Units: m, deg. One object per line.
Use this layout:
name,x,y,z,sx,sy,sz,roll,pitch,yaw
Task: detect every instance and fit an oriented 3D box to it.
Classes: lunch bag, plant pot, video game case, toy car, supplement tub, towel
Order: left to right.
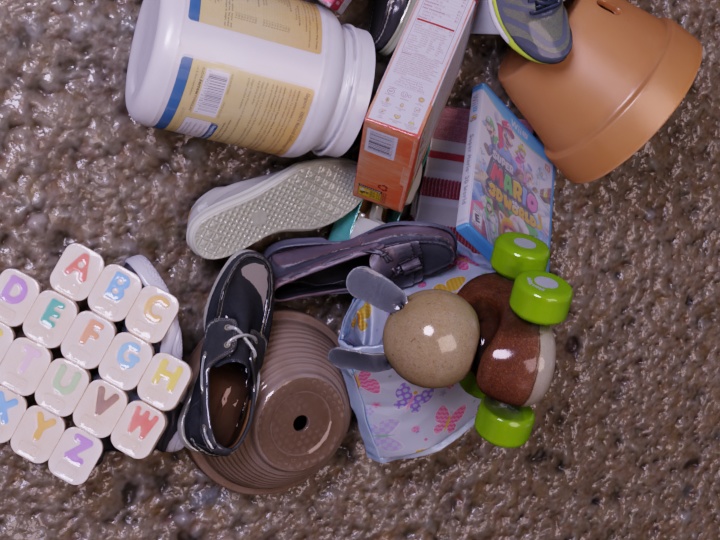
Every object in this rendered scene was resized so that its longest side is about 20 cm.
supplement tub,-0.101,-0.184,1.085,0.200,0.145,0.145,12,96,-21
plant pot,-0.081,0.143,1.219,0.200,0.093,0.201,-7,104,-27
lunch bag,0.065,0.086,1.261,0.200,0.127,0.170,-36,128,-25
toy car,0.074,0.056,1.115,0.199,0.158,0.165,7,116,-11
towel,0.117,-0.077,1.321,0.144,0.023,0.201,5,101,-32
video game case,0.156,-0.082,1.250,0.143,0.018,0.200,40,44,-33
plant pot,0.242,-0.212,1.272,0.140,0.200,0.200,38,82,-14

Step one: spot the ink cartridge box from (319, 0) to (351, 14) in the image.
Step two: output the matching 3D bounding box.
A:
ink cartridge box,0.004,-0.341,1.084,0.083,0.145,0.200,37,99,-3

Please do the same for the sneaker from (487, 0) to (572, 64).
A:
sneaker,0.159,-0.286,1.115,0.074,0.081,0.200,-32,113,-19

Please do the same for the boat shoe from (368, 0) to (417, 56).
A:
boat shoe,0.032,-0.318,1.192,0.066,0.072,0.201,15,94,-21

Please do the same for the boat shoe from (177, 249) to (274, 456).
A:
boat shoe,-0.116,0.077,1.129,0.072,0.068,0.201,18,78,-23

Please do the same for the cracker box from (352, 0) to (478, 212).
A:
cracker box,0.055,-0.176,1.158,0.058,0.134,0.200,21,62,5

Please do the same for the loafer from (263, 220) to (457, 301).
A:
loafer,0.000,0.000,1.197,0.199,0.063,0.072,-7,129,5

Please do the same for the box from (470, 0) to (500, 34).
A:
box,0.177,-0.333,1.233,0.200,0.124,0.098,-33,115,-19

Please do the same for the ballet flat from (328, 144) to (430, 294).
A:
ballet flat,0.019,-0.066,1.239,0.067,0.070,0.200,18,93,-35

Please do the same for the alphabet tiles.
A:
alphabet tiles,-0.260,0.085,1.090,0.200,0.015,0.196,29,86,0

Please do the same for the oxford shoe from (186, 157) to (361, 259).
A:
oxford shoe,-0.086,-0.069,1.184,0.200,0.058,0.075,-22,120,-20

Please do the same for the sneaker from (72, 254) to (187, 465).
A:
sneaker,-0.230,0.091,1.131,0.114,0.075,0.201,-14,108,-26
